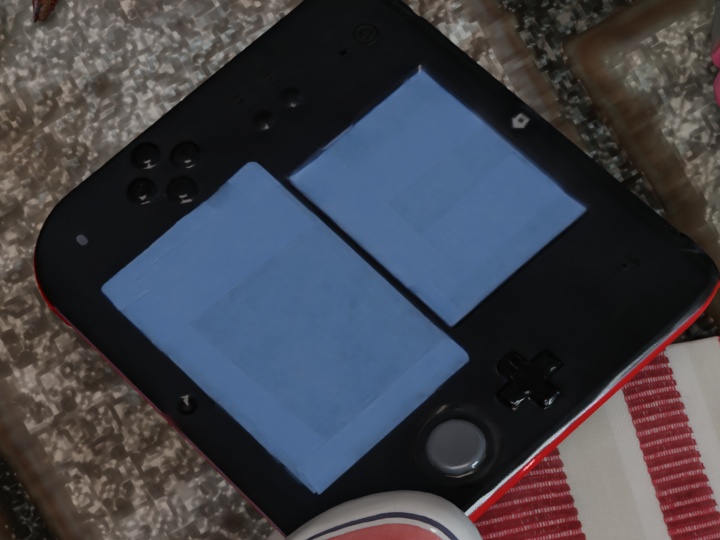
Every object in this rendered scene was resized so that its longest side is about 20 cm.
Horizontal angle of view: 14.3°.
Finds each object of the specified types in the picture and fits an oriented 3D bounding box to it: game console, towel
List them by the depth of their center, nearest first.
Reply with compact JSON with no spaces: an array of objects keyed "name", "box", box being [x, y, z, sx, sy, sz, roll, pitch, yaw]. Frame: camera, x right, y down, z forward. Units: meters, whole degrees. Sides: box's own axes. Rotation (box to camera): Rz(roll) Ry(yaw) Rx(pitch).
[{"name":"towel","box":[0.105,0.094,1.016,0.200,0.023,0.144,-8,60,-14]},{"name":"game console","box":[0.000,0.000,1.022,0.177,0.031,0.200,-42,63,-10]}]

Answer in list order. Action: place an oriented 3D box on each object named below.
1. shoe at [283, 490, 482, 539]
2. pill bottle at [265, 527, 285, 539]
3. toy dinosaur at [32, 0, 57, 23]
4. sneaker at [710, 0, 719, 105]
[{"name":"shoe","box":[-0.044,0.152,0.933,0.200,0.091,0.072,-38,93,19]},{"name":"pill bottle","box":[0.029,0.179,1.031,0.200,0.112,0.112,37,91,2]},{"name":"toy dinosaur","box":[-0.103,-0.228,1.057,0.200,0.105,0.182,-37,67,14]},{"name":"sneaker","box":[0.207,-0.038,1.053,0.095,0.079,0.200,-31,86,-23]}]
